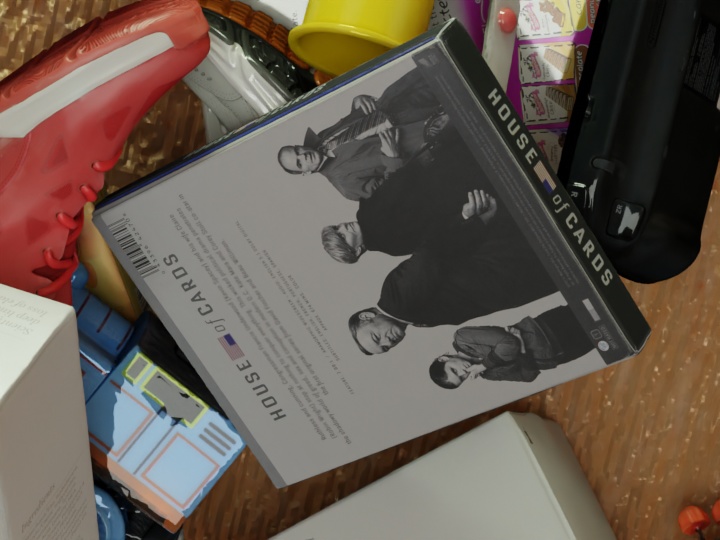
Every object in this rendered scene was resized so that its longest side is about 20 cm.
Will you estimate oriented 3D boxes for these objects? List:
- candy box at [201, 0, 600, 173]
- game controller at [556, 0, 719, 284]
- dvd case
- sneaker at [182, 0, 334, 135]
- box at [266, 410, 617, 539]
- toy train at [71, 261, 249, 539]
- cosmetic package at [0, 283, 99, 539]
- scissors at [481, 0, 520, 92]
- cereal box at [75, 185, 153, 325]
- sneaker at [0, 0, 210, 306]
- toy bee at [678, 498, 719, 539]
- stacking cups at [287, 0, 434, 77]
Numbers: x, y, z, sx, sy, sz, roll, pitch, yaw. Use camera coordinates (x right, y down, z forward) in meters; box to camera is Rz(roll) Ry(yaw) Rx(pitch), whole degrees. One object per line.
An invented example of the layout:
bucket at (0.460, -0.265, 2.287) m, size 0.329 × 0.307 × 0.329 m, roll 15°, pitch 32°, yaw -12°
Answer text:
candy box at (0.029, -0.083, 1.092) m, size 0.199 × 0.061 × 0.137 m, roll -4°, pitch 105°, yaw 4°
game controller at (0.133, -0.096, 1.043) m, size 0.042 × 0.104 × 0.201 m, roll 12°, pitch 84°, yaw 30°
dvd case at (0.000, 0.000, 0.995) m, size 0.200 × 0.025 × 0.151 m, roll -23°, pitch 106°, yaw 38°
sneaker at (-0.029, -0.028, 1.043) m, size 0.092 × 0.076 × 0.200 m, roll -41°, pitch 99°, yaw 18°
box at (0.014, 0.153, 1.110) m, size 0.199 × 0.124 × 0.098 m, roll -29°, pitch 78°, yaw 10°
toy train at (-0.146, 0.050, 1.089) m, size 0.200 × 0.087 × 0.114 m, roll 39°, pitch 97°, yaw -8°
cosmetic package at (-0.166, 0.092, 0.996) m, size 0.101 × 0.074 × 0.201 m, roll 17°, pitch 135°, yaw 16°
scissors at (0.066, -0.116, 1.020) m, size 0.014 × 0.073 × 0.201 m, roll -4°, pitch 88°, yaw 44°
cereal box at (-0.209, 0.006, 1.138) m, size 0.199 × 0.040 × 0.144 m, roll -18°, pitch 105°, yaw 7°
sneaker at (-0.124, -0.024, 1.008) m, size 0.200 × 0.078 × 0.116 m, roll -30°, pitch 104°, yaw 20°
toy bee at (0.174, 0.152, 1.108) m, size 0.130 × 0.200 × 0.109 m, roll -6°, pitch 70°, yaw -31°
stacking cups at (0.021, -0.181, 1.026) m, size 0.060 × 0.061 × 0.201 m, roll 14°, pitch 77°, yaw -1°
